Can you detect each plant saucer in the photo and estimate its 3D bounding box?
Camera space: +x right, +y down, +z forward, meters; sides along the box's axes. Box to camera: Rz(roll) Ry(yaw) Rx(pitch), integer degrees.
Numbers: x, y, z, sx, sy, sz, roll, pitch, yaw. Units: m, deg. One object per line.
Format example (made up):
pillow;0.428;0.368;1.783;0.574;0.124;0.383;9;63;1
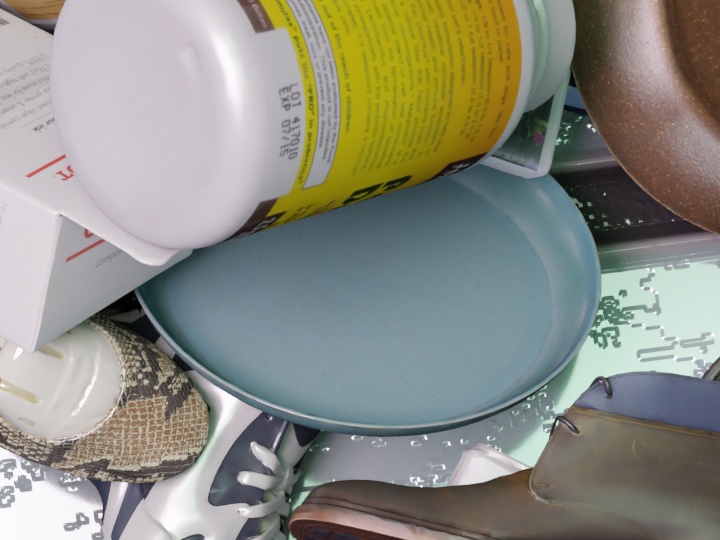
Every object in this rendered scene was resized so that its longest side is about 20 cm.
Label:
plant saucer;0.186;-0.112;1.096;0.200;0.037;0.201;1;86;-18
plant saucer;0.000;0.000;1.071;0.200;0.027;0.200;5;43;-5

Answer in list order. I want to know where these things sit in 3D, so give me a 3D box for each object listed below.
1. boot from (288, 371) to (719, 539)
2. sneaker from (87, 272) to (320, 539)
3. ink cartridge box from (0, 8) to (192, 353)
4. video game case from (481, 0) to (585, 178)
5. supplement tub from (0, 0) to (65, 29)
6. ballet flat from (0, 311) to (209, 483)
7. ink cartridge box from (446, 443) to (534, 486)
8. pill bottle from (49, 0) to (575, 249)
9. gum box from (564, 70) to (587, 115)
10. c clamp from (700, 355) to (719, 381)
boot;0.076;0.084;1.002;0.200;0.075;0.097;11;66;-4
sneaker;-0.041;0.090;1.073;0.130;0.079;0.199;-34;70;4
ink cartridge box;-0.137;-0.039;1.004;0.200;0.116;0.068;28;123;19
video game case;0.019;-0.158;1.066;0.182;0.023;0.200;17;80;-24
supplement tub;-0.138;-0.186;1.051;0.145;0.200;0.145;-8;69;22
ballet flat;-0.155;0.025;1.023;0.200;0.075;0.068;29;84;10
ink cartridge box;0.063;0.193;1.050;0.145;0.083;0.200;27;80;6
pill bottle;-0.010;-0.079;0.959;0.200;0.109;0.109;-18;76;-44
gum box;0.044;-0.187;1.142;0.170;0.045;0.200;14;82;3
c clamp;0.231;0.074;1.097;0.171;0.027;0.200;38;85;0
